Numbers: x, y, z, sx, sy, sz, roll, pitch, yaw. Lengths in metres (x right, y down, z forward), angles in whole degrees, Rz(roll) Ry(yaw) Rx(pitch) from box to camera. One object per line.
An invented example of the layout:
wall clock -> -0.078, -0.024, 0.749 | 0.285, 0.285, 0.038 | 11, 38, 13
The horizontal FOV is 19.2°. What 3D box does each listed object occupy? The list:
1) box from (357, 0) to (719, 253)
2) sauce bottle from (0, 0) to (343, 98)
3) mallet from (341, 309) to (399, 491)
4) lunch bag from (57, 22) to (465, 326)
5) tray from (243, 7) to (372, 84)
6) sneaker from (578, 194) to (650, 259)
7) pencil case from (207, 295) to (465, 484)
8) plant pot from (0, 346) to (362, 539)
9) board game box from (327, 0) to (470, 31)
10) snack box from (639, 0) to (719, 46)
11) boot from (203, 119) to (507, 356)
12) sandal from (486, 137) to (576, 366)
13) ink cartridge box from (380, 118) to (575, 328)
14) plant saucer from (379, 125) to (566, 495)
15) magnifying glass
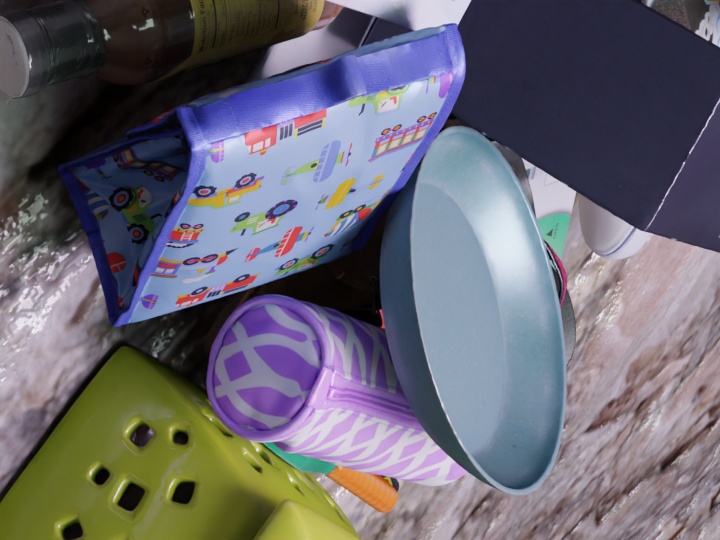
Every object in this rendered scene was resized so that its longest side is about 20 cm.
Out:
box -> 0.130, -0.106, 1.197 | 0.105, 0.199, 0.182 | -60, 156, 8
sauce bottle -> -0.096, -0.129, 1.050 | 0.199, 0.065, 0.065 | -21, 132, -38
mallet -> 0.004, 0.076, 1.333 | 0.066, 0.041, 0.201 | -31, 138, -2
lunch bag -> -0.042, -0.057, 1.033 | 0.150, 0.095, 0.200 | -18, 173, -26
tray -> -0.025, -0.113, 1.183 | 0.107, 0.022, 0.201 | 23, 99, -54
sneaker -> 0.165, -0.102, 1.394 | 0.070, 0.073, 0.202 | -8, 115, -36
pencil case -> 0.001, 0.071, 1.180 | 0.199, 0.085, 0.085 | 18, 98, -53
plant pot -> -0.090, 0.192, 1.212 | 0.201, 0.181, 0.199 | -55, 145, -4
board game box -> 0.020, -0.216, 0.958 | 0.198, 0.043, 0.201 | 11, 112, -53
snack box -> 0.206, -0.145, 1.331 | 0.115, 0.037, 0.202 | 10, 88, -38
boot -> 0.000, 0.000, 1.225 | 0.199, 0.076, 0.074 | -37, 169, -10
sandal -> 0.095, 0.005, 1.330 | 0.075, 0.045, 0.201 | -31, 132, -11
ink cartridge box -> 0.055, -0.015, 1.340 | 0.199, 0.050, 0.162 | -22, 133, -42
plant saucer -> 0.058, 0.024, 1.152 | 0.200, 0.036, 0.202 | 38, 46, -54
magnifying glass -> -0.031, 0.107, 1.287 | 0.022, 0.080, 0.200 | -49, 143, 3
